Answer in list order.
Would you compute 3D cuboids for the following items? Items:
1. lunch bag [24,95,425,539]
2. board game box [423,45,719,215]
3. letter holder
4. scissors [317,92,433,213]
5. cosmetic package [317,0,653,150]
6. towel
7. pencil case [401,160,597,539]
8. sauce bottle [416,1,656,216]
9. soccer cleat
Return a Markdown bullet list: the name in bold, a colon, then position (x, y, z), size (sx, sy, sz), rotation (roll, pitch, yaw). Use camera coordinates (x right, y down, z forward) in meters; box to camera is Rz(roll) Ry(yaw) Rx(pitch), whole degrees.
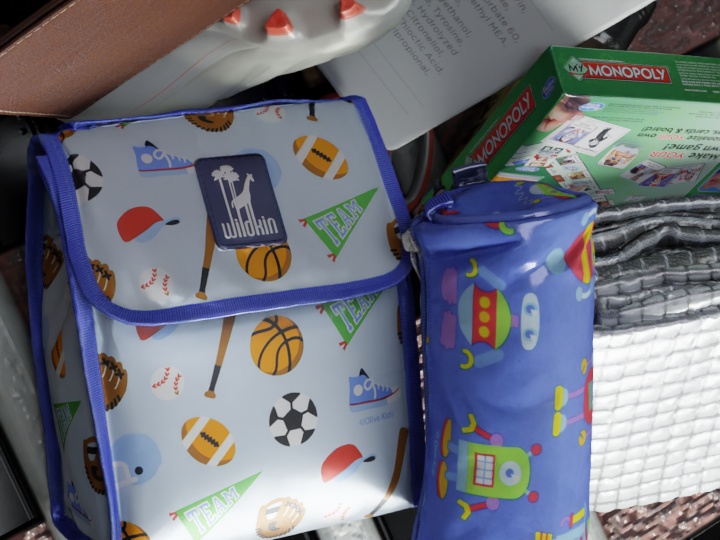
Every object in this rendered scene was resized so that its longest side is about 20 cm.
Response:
- **lunch bag**: position (-0.064, 0.024, 0.833), size (0.169, 0.124, 0.201), rotation (-8, 100, -25)
- **board game box**: position (0.148, -0.055, 0.878), size (0.199, 0.135, 0.029), rotation (1, 61, -27)
- **letter holder**: position (-0.090, -0.154, 0.713), size (0.200, 0.142, 0.101), rotation (-31, 87, 15)
- **scissors**: position (0.000, 0.000, 0.939), size (0.073, 0.014, 0.201), rotation (7, 84, -24)
- **cosmetic package**: position (0.063, -0.195, 0.851), size (0.165, 0.200, 0.165), rotation (52, 41, -14)
- **towel**: position (0.178, 0.035, 0.922), size (0.199, 0.166, 0.086), rotation (-11, 50, -10)
- **pencil case**: position (0.063, 0.055, 0.807), size (0.086, 0.078, 0.201), rotation (0, 103, 6)
- **sauce bottle**: position (0.097, -0.076, 0.962), size (0.065, 0.065, 0.200), rotation (40, 71, -18)
- **soccer cleat**: position (-0.066, -0.110, 0.831), size (0.078, 0.199, 0.070), rotation (44, 39, -61)
